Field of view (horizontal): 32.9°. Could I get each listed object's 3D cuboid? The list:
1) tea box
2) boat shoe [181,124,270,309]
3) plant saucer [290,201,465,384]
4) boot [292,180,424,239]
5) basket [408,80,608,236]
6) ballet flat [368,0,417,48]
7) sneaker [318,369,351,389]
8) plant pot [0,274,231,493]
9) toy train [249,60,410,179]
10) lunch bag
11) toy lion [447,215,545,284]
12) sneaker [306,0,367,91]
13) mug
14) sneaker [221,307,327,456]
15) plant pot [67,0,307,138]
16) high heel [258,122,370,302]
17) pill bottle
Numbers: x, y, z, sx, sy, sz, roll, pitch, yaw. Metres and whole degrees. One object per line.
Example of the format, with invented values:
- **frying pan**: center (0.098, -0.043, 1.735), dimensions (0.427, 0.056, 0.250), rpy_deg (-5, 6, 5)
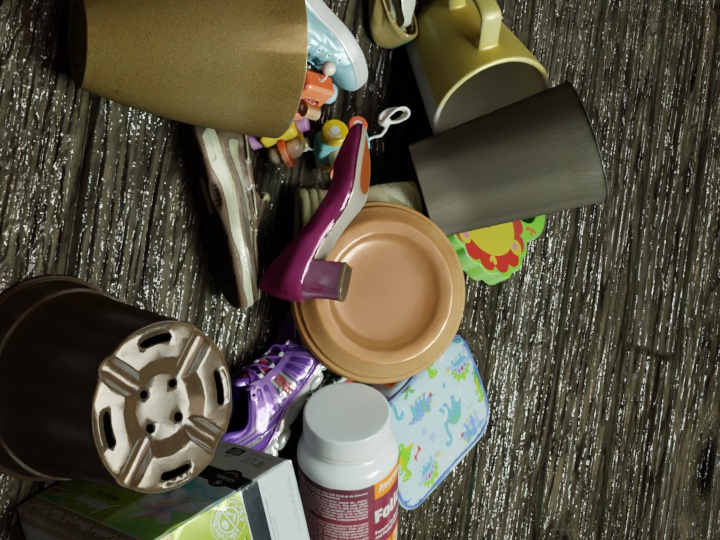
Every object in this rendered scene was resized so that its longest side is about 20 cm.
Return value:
- **tea box**: center (-0.186, 0.262, 1.177), dimensions (0.196, 0.199, 0.135), rpy_deg (-27, 113, -40)
- **boat shoe**: center (-0.126, -0.063, 1.288), dimensions (0.074, 0.074, 0.204), rpy_deg (-20, 108, -28)
- **plant saucer**: center (0.023, 0.024, 1.334), dimensions (0.198, 0.037, 0.202), rpy_deg (0, 88, -12)
- **boot**: center (0.000, 0.000, 1.383), dimensions (0.154, 0.073, 0.202), rpy_deg (-3, 85, -18)
- **basket**: center (0.164, -0.120, 1.402), dimensions (0.181, 0.198, 0.137), rpy_deg (-98, 170, -61)
- **ballet flat**: center (0.036, -0.364, 1.436), dimensions (0.068, 0.063, 0.202), rpy_deg (-22, 109, -40)
- **sneaker**: center (0.019, 0.082, 1.458), dimensions (0.200, 0.077, 0.085), rpy_deg (-48, 134, -28)
- **plant pot**: center (-0.235, 0.111, 1.117), dimensions (0.199, 0.197, 0.203), rpy_deg (-5, 97, -43)
- **toy train**: center (-0.035, -0.151, 1.327), dimensions (0.199, 0.150, 0.056), rpy_deg (13, 55, -49)
- **lunch bag**: center (0.069, 0.186, 1.507), dimensions (0.200, 0.082, 0.162), rpy_deg (-42, 120, -34)
- **toy lion**: center (0.165, -0.077, 1.540), dimensions (0.199, 0.068, 0.194), rpy_deg (4, 68, -44)
- **sneaker**: center (-0.073, -0.260, 1.339), dimensions (0.082, 0.074, 0.200), rpy_deg (-51, 118, -19)
- **mug**: center (0.136, -0.261, 1.456), dimensions (0.148, 0.187, 0.154), rpy_deg (5, 47, -37)
- **sneaker**: center (-0.098, 0.118, 1.341), dimensions (0.083, 0.080, 0.201), rpy_deg (37, 69, -34)
- **plant pot**: center (-0.174, -0.223, 1.173), dimensions (0.198, 0.186, 0.189), rpy_deg (-2, 96, -24)
- **high heel**: center (-0.047, -0.066, 1.288), dimensions (0.067, 0.095, 0.202), rpy_deg (61, 38, -66)
- **pill bottle**: center (-0.013, 0.231, 1.365), dimensions (0.114, 0.114, 0.201), rpy_deg (-36, 139, -37)
